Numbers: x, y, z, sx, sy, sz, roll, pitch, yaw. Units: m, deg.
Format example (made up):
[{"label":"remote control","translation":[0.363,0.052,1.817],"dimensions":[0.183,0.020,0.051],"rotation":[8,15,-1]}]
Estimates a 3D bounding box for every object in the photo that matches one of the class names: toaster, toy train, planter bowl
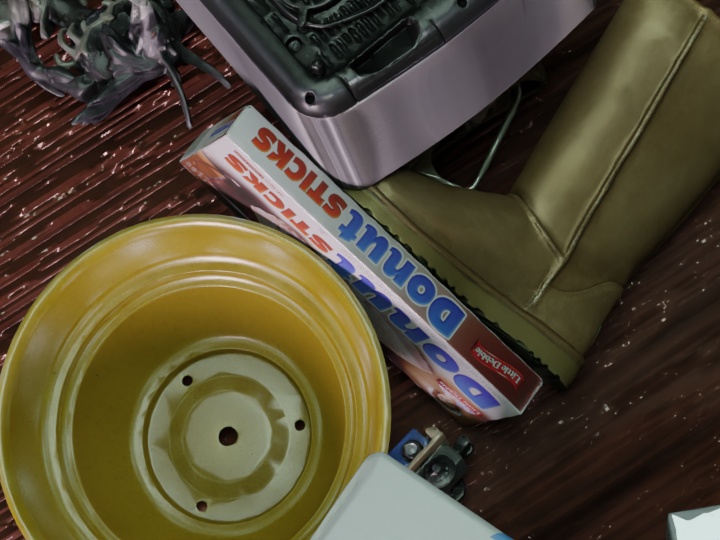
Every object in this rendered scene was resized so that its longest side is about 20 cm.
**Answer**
[{"label":"toaster","translation":[0.009,-0.158,1.208],"dimensions":[0.181,0.119,0.200],"rotation":[-39,69,-5]},{"label":"toy train","translation":[-0.021,0.151,1.275],"dimensions":[0.200,0.034,0.046],"rotation":[-44,59,-8]},{"label":"planter bowl","translation":[-0.075,0.078,1.272],"dimensions":[0.199,0.083,0.202],"rotation":[-2,80,12]}]

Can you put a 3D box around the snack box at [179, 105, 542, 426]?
[{"label":"snack box","translation":[0.000,0.000,1.256],"dimensions":[0.200,0.072,0.024],"rotation":[43,68,-11]}]

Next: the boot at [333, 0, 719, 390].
[{"label":"boot","translation":[0.098,-0.066,1.294],"dimensions":[0.175,0.066,0.201],"rotation":[39,79,-22]}]

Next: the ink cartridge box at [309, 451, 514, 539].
[{"label":"ink cartridge box","translation":[0.055,0.174,1.168],"dimensions":[0.144,0.200,0.085],"rotation":[33,81,17]}]

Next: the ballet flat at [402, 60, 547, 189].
[{"label":"ballet flat","translation":[0.023,-0.049,1.325],"dimensions":[0.071,0.071,0.200],"rotation":[38,80,18]}]

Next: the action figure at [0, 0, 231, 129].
[{"label":"action figure","translation":[-0.161,-0.154,1.365],"dimensions":[0.199,0.102,0.119],"rotation":[31,66,18]}]

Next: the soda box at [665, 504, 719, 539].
[{"label":"soda box","translation":[0.249,0.138,1.226],"dimensions":[0.199,0.064,0.069],"rotation":[-10,70,3]}]
